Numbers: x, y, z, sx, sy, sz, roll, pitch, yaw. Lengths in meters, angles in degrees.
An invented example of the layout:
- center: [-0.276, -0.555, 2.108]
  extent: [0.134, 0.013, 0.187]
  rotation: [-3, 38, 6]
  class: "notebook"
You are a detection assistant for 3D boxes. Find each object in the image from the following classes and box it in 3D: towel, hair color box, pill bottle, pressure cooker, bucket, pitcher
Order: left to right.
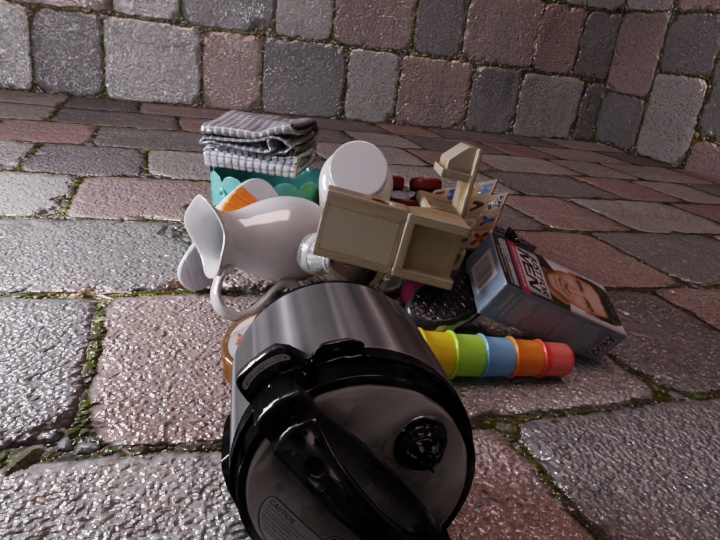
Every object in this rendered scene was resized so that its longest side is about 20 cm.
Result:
- center: [-0.168, -0.226, 1.014]
  extent: [0.164, 0.086, 0.200]
  rotation: [9, 20, 5]
  class: "towel"
- center: [-0.161, -0.109, 1.023]
  extent: [0.205, 0.136, 0.207]
  rotation: [6, 21, -2]
  class: "bucket"
- center: [-0.126, -0.019, 0.819]
  extent: [0.199, 0.173, 0.121]
  rotation: [-3, -15, -40]
  class: "pitcher"
- center: [-0.012, 0.115, 0.437]
  extent: [0.174, 0.180, 0.200]
  rotation: [5, 20, -14]
  class: "pressure cooker"
- center: [-0.009, -0.120, 0.895]
  extent: [0.110, 0.112, 0.200]
  rotation: [7, -10, -2]
  class: "pill bottle"
- center: [0.240, 0.036, 0.769]
  extent: [0.199, 0.061, 0.099]
  rotation: [22, 38, -21]
  class: "hair color box"

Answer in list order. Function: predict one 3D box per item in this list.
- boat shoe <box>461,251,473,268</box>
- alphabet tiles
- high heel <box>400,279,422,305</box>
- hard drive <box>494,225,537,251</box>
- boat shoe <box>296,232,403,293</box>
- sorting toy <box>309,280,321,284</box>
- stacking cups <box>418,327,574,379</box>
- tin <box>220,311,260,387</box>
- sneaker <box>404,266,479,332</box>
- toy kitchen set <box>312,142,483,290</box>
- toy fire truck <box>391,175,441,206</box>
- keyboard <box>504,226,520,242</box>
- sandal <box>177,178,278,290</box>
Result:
- center: [0.219, 0.002, 0.903]
  extent: [0.200, 0.072, 0.076]
  rotation: [45, 19, 14]
  class: "boat shoe"
- center: [0.130, -0.067, 0.905]
  extent: [0.006, 0.167, 0.199]
  rotation: [41, -26, -30]
  class: "alphabet tiles"
- center: [0.112, -0.008, 0.912]
  extent: [0.067, 0.097, 0.200]
  rotation: [16, 22, 21]
  class: "high heel"
- center: [0.230, -0.075, 1.144]
  extent: [0.199, 0.043, 0.135]
  rotation: [15, 15, -30]
  class: "hard drive"
- center: [0.000, -0.002, 0.831]
  extent: [0.065, 0.075, 0.201]
  rotation: [21, 0, 42]
  class: "boat shoe"
- center: [-0.026, 0.065, 0.759]
  extent: [0.184, 0.037, 0.200]
  rotation: [17, 22, 23]
  class: "sorting toy"
- center: [0.159, 0.098, 0.702]
  extent: [0.198, 0.061, 0.061]
  rotation: [2, 22, -15]
  class: "stacking cups"
- center: [-0.053, 0.083, 0.648]
  extent: [0.198, 0.042, 0.112]
  rotation: [-6, 30, -9]
  class: "tin"
- center: [0.124, 0.055, 0.782]
  extent: [0.072, 0.083, 0.199]
  rotation: [40, 37, 27]
  class: "sneaker"
- center: [0.049, -0.101, 0.769]
  extent: [0.179, 0.164, 0.200]
  rotation: [14, 16, -5]
  class: "toy kitchen set"
- center: [0.078, -0.133, 1.231]
  extent: [0.198, 0.113, 0.168]
  rotation: [2, 3, -18]
  class: "toy fire truck"
- center: [0.210, -0.054, 1.008]
  extent: [0.126, 0.021, 0.200]
  rotation: [19, -14, 18]
  class: "keyboard"
- center: [-0.205, -0.059, 0.873]
  extent: [0.059, 0.079, 0.207]
  rotation: [7, 50, 47]
  class: "sandal"
